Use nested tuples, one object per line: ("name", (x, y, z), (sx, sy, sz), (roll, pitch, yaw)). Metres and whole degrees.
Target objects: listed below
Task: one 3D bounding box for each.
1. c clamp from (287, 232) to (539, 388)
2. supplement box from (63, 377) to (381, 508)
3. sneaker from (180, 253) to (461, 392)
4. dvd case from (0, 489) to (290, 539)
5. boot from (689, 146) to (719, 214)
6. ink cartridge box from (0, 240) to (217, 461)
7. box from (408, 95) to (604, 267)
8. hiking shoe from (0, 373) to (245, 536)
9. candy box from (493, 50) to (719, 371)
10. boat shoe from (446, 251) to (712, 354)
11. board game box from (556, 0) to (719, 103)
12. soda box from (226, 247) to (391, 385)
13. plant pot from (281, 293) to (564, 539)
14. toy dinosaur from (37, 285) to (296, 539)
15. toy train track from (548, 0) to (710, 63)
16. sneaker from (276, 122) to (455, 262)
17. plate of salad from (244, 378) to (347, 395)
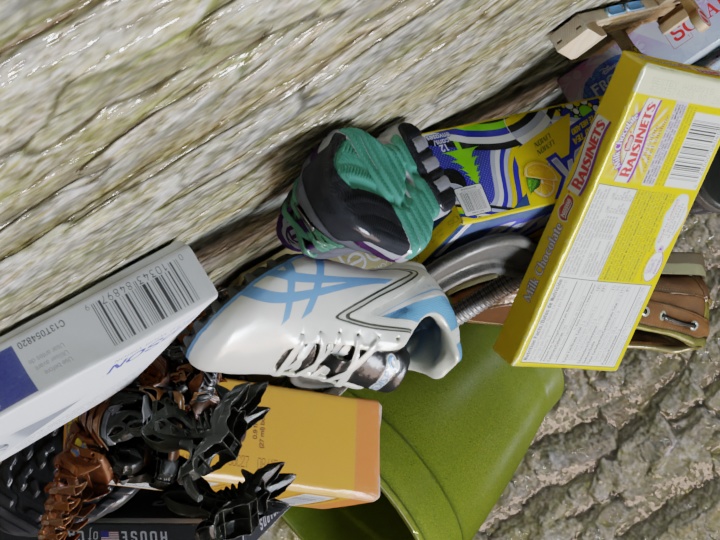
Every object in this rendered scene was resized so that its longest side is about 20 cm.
("c clamp", (0.054, 0.026, 1.514), (0.199, 0.027, 0.171), (-31, 164, 14))
("supplement box", (-0.084, 0.104, 1.512), (0.199, 0.067, 0.069), (12, 163, -35))
("sneaker", (-0.015, 0.035, 1.349), (0.199, 0.073, 0.072), (-5, 141, -48))
("dvd case", (-0.146, 0.152, 1.618), (0.199, 0.025, 0.150), (-2, -167, 17))
("boot", (0.232, -0.095, 1.638), (0.200, 0.069, 0.174), (-49, -169, -21))
("ink cartridge box", (-0.190, 0.075, 1.280), (0.199, 0.041, 0.200), (-30, 174, -31))
("box", (0.107, -0.057, 1.504), (0.199, 0.065, 0.070), (-13, 159, -37))
("hiking shoe", (-0.156, 0.110, 1.582), (0.200, 0.076, 0.101), (-35, 175, -18))
("candy box", (0.157, -0.032, 1.481), (0.102, 0.026, 0.201), (7, 113, -43))
("boat shoe", (0.153, 0.027, 1.642), (0.199, 0.069, 0.072), (-3, 169, -24))
("board game box", (0.236, -0.162, 1.652), (0.199, 0.041, 0.200), (-34, 174, 10))
("soda box", (0.000, 0.000, 1.577), (0.199, 0.068, 0.064), (-30, 174, -35))
("plant pot", (0.041, 0.107, 1.778), (0.193, 0.200, 0.200), (-43, 179, -25))
("toy dinosaur", (-0.115, 0.096, 1.395), (0.201, 0.135, 0.102), (-63, 150, -12))
("toy train track", (0.164, -0.142, 1.462), (0.114, 0.033, 0.200), (-36, 173, 27))
("sneaker", (-0.011, -0.026, 1.278), (0.087, 0.075, 0.200), (-29, 177, 16))
("plate of salad", (-0.087, 0.075, 1.679), (0.199, 0.048, 0.200), (-19, -158, 8))
